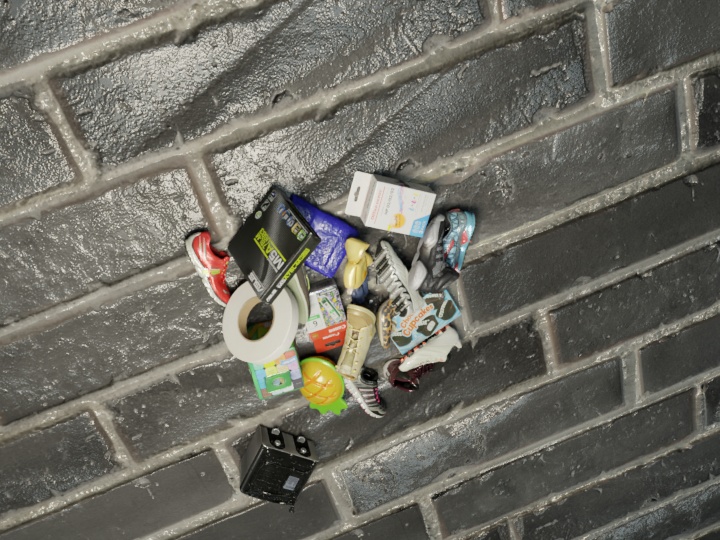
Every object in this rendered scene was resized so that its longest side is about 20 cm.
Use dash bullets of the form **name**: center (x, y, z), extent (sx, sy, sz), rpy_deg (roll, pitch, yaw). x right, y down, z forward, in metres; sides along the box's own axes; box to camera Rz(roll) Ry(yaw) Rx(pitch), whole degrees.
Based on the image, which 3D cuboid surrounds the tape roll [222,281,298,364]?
- **tape roll**: center (-0.237, 0.118, 1.470), extent (0.202, 0.204, 0.037), rpy_deg (-43, 150, 9)

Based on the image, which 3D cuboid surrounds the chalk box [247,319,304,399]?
- **chalk box**: center (-0.213, 0.227, 1.555), extent (0.122, 0.201, 0.126), rpy_deg (-14, 117, -6)

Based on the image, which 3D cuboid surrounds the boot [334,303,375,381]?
- **boot**: center (-0.018, 0.185, 1.574), extent (0.071, 0.158, 0.201), rpy_deg (17, 156, 13)

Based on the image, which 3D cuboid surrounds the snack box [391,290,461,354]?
- **snack box**: center (0.163, 0.127, 1.692), extent (0.198, 0.037, 0.117), rpy_deg (-35, 116, 4)

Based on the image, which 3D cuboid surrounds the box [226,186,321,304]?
- **box**: center (-0.203, -0.061, 1.432), extent (0.194, 0.201, 0.047), rpy_deg (-48, 142, 10)

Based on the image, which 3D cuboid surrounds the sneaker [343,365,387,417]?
- **sneaker**: center (0.026, 0.327, 1.729), extent (0.087, 0.074, 0.201), rpy_deg (-34, 112, 11)

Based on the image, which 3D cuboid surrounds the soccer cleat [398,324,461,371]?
- **soccer cleat**: center (0.193, 0.226, 1.692), extent (0.198, 0.069, 0.078), rpy_deg (-32, 84, -21)

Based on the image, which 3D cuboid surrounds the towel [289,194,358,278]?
- **towel**: center (-0.118, -0.077, 1.525), extent (0.197, 0.050, 0.149), rpy_deg (26, 107, -23)

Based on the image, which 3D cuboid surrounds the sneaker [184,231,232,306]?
- **sneaker**: center (-0.345, -0.002, 1.492), extent (0.084, 0.077, 0.203), rpy_deg (-27, 118, -6)

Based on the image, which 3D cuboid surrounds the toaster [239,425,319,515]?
- **toaster**: center (-0.234, 0.552, 1.743), extent (0.178, 0.119, 0.203), rpy_deg (22, 107, -21)

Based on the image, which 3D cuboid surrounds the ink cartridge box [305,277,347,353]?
- **ink cartridge box**: center (-0.090, 0.130, 1.624), extent (0.107, 0.051, 0.204), rpy_deg (-17, 116, -4)

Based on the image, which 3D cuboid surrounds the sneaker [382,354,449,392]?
- **sneaker**: center (0.166, 0.287, 1.721), extent (0.196, 0.116, 0.077), rpy_deg (-15, 117, -6)

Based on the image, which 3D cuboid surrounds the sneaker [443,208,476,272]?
- **sneaker**: center (0.227, -0.064, 1.612), extent (0.093, 0.079, 0.204), rpy_deg (16, 104, -4)

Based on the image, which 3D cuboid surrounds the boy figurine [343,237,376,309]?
- **boy figurine**: center (0.000, 0.000, 1.558), extent (0.063, 0.124, 0.203), rpy_deg (17, 131, 25)

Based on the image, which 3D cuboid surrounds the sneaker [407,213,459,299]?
- **sneaker**: center (0.196, -0.031, 1.541), extent (0.112, 0.075, 0.204), rpy_deg (23, 79, -11)

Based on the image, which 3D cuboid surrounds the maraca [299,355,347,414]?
- **maraca**: center (-0.103, 0.313, 1.672), extent (0.134, 0.108, 0.203), rpy_deg (-2, 124, 21)

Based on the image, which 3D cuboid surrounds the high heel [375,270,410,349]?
- **high heel**: center (0.112, 0.103, 1.628), extent (0.139, 0.071, 0.205), rpy_deg (-2, 93, -8)

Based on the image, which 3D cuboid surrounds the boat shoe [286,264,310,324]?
- **boat shoe**: center (-0.152, 0.035, 1.510), extent (0.061, 0.071, 0.205), rpy_deg (-44, 132, -42)

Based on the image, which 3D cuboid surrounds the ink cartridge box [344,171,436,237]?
- **ink cartridge box**: center (0.072, -0.162, 1.521), extent (0.196, 0.068, 0.117), rpy_deg (10, 111, -17)

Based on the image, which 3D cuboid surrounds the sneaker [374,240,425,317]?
- **sneaker**: center (0.097, 0.018, 1.574), extent (0.080, 0.075, 0.204), rpy_deg (-15, 76, -32)
